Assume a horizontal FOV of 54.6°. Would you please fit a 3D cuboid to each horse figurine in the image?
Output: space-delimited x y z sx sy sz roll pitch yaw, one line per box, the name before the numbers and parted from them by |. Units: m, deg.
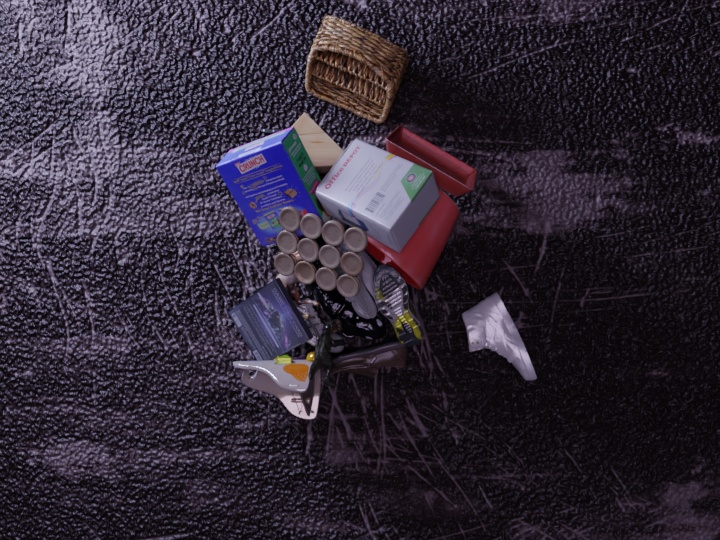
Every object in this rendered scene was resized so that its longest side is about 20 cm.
horse figurine | -0.133 0.019 1.477 0.131 0.050 0.204 24 95 25

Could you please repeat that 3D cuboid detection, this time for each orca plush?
orca plush | -0.028 0.083 1.521 0.105 0.071 0.201 -40 90 5

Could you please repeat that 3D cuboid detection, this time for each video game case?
video game case | -0.196 0.115 1.501 0.199 0.019 0.145 -31 90 43

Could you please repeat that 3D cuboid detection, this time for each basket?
basket | -0.012 -0.417 1.455 0.197 0.143 0.152 25 94 2

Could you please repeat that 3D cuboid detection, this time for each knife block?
knife block | -0.134 -0.229 1.468 0.200 0.064 0.176 45 96 12

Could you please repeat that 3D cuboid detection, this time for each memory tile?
memory tile | -0.081 -0.036 1.399 0.196 0.017 0.156 18 117 18

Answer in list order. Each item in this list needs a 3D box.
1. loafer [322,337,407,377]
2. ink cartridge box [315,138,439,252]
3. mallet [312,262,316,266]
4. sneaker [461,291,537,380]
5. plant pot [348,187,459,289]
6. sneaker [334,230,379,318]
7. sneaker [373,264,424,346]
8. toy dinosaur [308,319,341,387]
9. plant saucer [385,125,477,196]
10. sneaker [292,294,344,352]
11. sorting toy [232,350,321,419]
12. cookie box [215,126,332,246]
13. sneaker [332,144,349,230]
loafer | 0.013 0.203 1.524 0.195 0.073 0.073 -14 93 5
ink cartridge box | 0.032 -0.150 1.356 0.198 0.088 0.146 29 74 30
mallet | -0.111 -0.085 1.522 0.064 0.041 0.204 16 101 7
sneaker | 0.293 0.163 1.510 0.114 0.074 0.203 -28 82 7
plant pot | 0.101 -0.092 1.453 0.199 0.200 0.179 38 87 1
sneaker | 0.000 0.000 1.481 0.075 0.080 0.203 4 124 40
sneaker | 0.070 0.068 1.480 0.073 0.085 0.203 -24 118 -1
toy dinosaur | -0.073 0.188 1.440 0.046 0.201 0.090 -9 122 19
plant saucer | 0.144 -0.222 1.437 0.197 0.200 0.037 30 112 1
sneaker | -0.111 0.102 1.526 0.198 0.076 0.089 32 95 1
sorting toy | -0.180 0.230 1.497 0.176 0.201 0.109 7 63 6
cookie box | -0.169 -0.167 1.425 0.168 0.076 0.202 -12 121 27
sneaker | -0.017 -0.165 1.502 0.079 0.076 0.205 16 94 10
